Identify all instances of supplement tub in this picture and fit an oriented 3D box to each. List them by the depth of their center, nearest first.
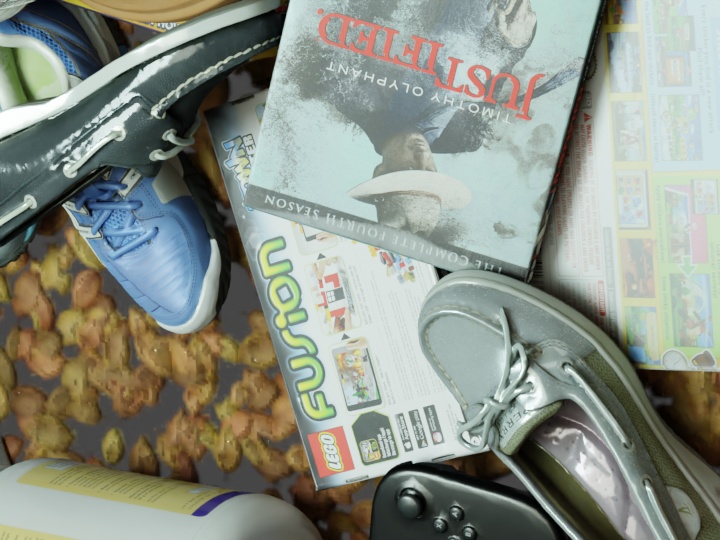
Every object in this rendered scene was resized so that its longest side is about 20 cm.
[{"bbox_3d":[-0.128,0.175,1.538,0.199,0.145,0.146,7,104,32],"label":"supplement tub"}]

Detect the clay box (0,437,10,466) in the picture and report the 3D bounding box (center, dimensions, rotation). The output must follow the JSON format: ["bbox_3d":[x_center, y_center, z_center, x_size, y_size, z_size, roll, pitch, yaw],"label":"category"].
[{"bbox_3d":[-0.279,0.082,1.584,0.047,0.200,0.116,-21,88,35],"label":"clay box"}]

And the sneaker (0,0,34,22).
[{"bbox_3d":[-0.179,-0.159,1.426,0.199,0.082,0.078,-14,92,34],"label":"sneaker"}]

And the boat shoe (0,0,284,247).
[{"bbox_3d":[-0.113,-0.072,1.450,0.199,0.076,0.061,-24,91,29],"label":"boat shoe"}]

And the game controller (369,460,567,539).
[{"bbox_3d":[0.050,0.190,1.474,0.104,0.042,0.201,19,119,31],"label":"game controller"}]

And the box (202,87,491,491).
[{"bbox_3d":[0.000,0.000,1.482,0.110,0.035,0.201,-15,92,35],"label":"box"}]

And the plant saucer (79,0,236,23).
[{"bbox_3d":[-0.110,-0.218,1.441,0.199,0.037,0.202,7,103,32],"label":"plant saucer"}]

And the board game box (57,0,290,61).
[{"bbox_3d":[-0.108,-0.211,1.496,0.199,0.057,0.166,19,111,29],"label":"board game box"}]

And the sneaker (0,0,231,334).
[{"bbox_3d":[-0.139,-0.052,1.538,0.076,0.077,0.201,-37,81,31],"label":"sneaker"}]

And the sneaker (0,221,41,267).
[{"bbox_3d":[-0.238,-0.091,1.583,0.079,0.095,0.201,-24,87,35],"label":"sneaker"}]

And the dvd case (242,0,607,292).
[{"bbox_3d":[0.035,-0.104,1.391,0.145,0.022,0.201,18,111,8],"label":"dvd case"}]

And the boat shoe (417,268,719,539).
[{"bbox_3d":[0.100,0.084,1.396,0.202,0.065,0.074,48,131,1],"label":"boat shoe"}]

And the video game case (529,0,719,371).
[{"bbox_3d":[0.139,-0.053,1.388,0.181,0.023,0.201,1,100,33],"label":"video game case"}]
